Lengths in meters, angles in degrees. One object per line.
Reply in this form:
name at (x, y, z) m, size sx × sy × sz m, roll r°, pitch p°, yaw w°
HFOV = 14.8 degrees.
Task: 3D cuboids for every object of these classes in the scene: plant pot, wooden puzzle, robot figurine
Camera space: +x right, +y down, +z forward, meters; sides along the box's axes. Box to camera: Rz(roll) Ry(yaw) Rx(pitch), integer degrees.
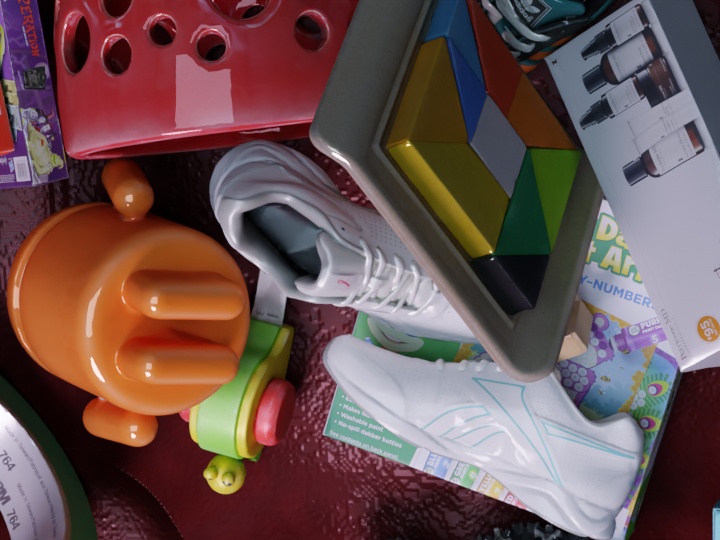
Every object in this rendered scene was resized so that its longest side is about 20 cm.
plant pot at (-0.082, -0.163, 1.608) m, size 0.200 × 0.200 × 0.183 m, roll -7°, pitch 88°, yaw 18°
wooden puzzle at (0.064, -0.066, 1.525) m, size 0.037 × 0.185 × 0.200 m, roll -22°, pitch 123°, yaw 36°
robot figurine at (-0.141, 0.019, 1.668) m, size 0.117 × 0.200 × 0.144 m, roll -39°, pitch 116°, yaw -18°

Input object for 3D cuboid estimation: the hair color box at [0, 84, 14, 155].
hair color box at (-0.283, -0.109, 1.671) m, size 0.200 × 0.064 × 0.111 m, roll -8°, pitch 95°, yaw 61°

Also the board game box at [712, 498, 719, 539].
board game box at (0.306, 0.215, 1.626) m, size 0.199 × 0.047 × 0.152 m, roll 4°, pitch 100°, yaw 16°

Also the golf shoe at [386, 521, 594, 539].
golf shoe at (0.079, 0.209, 1.681) m, size 0.199 × 0.078 × 0.095 m, roll -3°, pitch 134°, yaw 27°

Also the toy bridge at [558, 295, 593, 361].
toy bridge at (0.071, -0.039, 1.584) m, size 0.027 × 0.067 × 0.200 m, roll -24°, pitch 119°, yaw 29°

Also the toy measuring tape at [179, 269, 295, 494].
toy measuring tape at (-0.069, 0.044, 1.699) m, size 0.073 × 0.074 × 0.201 m, roll 15°, pitch 103°, yaw 14°

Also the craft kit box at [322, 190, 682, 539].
craft kit box at (0.098, 0.038, 1.663) m, size 0.199 × 0.049 × 0.198 m, roll 19°, pitch 101°, yaw 13°

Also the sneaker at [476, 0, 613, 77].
sneaker at (0.094, -0.156, 1.610) m, size 0.200 × 0.080 × 0.071 m, roll -41°, pitch 87°, yaw 19°

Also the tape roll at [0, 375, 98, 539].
tape roll at (-0.245, 0.130, 1.698) m, size 0.048 × 0.200 × 0.201 m, roll -37°, pitch 88°, yaw 19°

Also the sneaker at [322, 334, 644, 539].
sneaker at (0.074, 0.079, 1.626) m, size 0.200 × 0.070 × 0.080 m, roll 27°, pitch 98°, yaw 4°

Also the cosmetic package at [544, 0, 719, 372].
cosmetic package at (0.182, -0.051, 1.568) m, size 0.082 × 0.051 × 0.201 m, roll -33°, pitch 73°, yaw 38°

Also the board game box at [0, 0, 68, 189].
board game box at (-0.238, -0.109, 1.682) m, size 0.200 × 0.032 × 0.121 m, roll 1°, pitch 106°, yaw 60°

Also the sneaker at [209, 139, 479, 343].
sneaker at (0.000, 0.000, 1.601) m, size 0.199 × 0.099 × 0.078 m, roll 21°, pitch 111°, yaw -3°
